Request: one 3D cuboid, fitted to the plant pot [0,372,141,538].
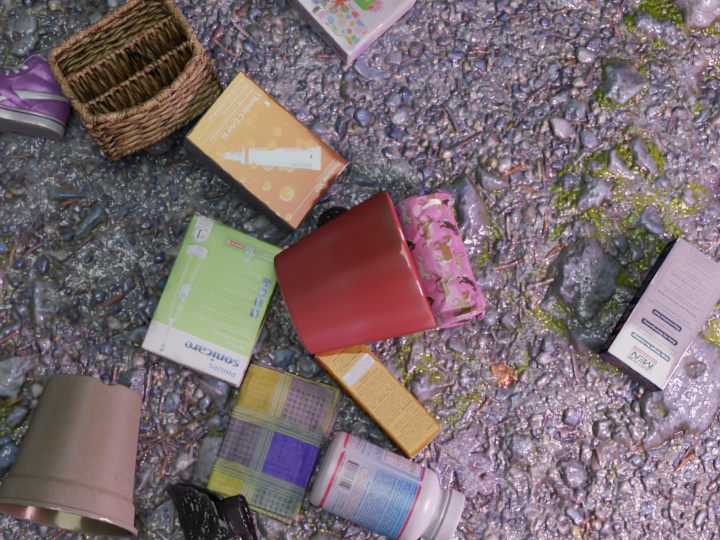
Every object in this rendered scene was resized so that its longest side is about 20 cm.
[{"bbox_3d":[-0.375,0.244,1.640,0.198,0.201,0.186,11,70,-2],"label":"plant pot"}]

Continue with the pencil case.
[{"bbox_3d":[0.114,-0.016,1.752,0.082,0.086,0.202,-12,82,-39],"label":"pencil case"}]

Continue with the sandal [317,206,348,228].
[{"bbox_3d":[0.000,0.000,1.766,0.074,0.045,0.202,-23,70,-12],"label":"sandal"}]

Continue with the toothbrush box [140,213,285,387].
[{"bbox_3d":[-0.202,0.044,1.719,0.144,0.086,0.202,20,80,-1],"label":"toothbrush box"}]

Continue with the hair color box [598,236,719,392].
[{"bbox_3d":[0.440,0.064,1.771,0.099,0.061,0.201,34,81,2],"label":"hair color box"}]

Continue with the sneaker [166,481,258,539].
[{"bbox_3d":[-0.194,0.383,1.687,0.103,0.060,0.202,-14,91,8],"label":"sneaker"}]

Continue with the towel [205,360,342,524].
[{"bbox_3d":[-0.122,0.238,1.728,0.142,0.023,0.202,22,81,-1],"label":"towel"}]

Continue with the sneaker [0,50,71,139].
[{"bbox_3d":[-0.511,-0.264,1.756,0.198,0.073,0.116,13,77,-12],"label":"sneaker"}]

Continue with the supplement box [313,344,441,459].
[{"bbox_3d":[0.023,0.173,1.726,0.200,0.067,0.069,44,82,4],"label":"supplement box"}]

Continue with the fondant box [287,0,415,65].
[{"bbox_3d":[-0.034,-0.428,1.813,0.144,0.058,0.200,-42,86,-8],"label":"fondant box"}]

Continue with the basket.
[{"bbox_3d":[-0.311,-0.270,1.701,0.199,0.143,0.150,-31,128,-8],"label":"basket"}]

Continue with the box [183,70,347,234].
[{"bbox_3d":[-0.135,-0.164,1.733,0.199,0.097,0.125,40,82,-7],"label":"box"}]

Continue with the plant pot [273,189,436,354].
[{"bbox_3d":[-0.011,0.016,1.643,0.175,0.200,0.203,-22,84,3],"label":"plant pot"}]

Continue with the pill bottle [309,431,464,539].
[{"bbox_3d":[0.038,0.307,1.685,0.198,0.109,0.110,24,81,0],"label":"pill bottle"}]
